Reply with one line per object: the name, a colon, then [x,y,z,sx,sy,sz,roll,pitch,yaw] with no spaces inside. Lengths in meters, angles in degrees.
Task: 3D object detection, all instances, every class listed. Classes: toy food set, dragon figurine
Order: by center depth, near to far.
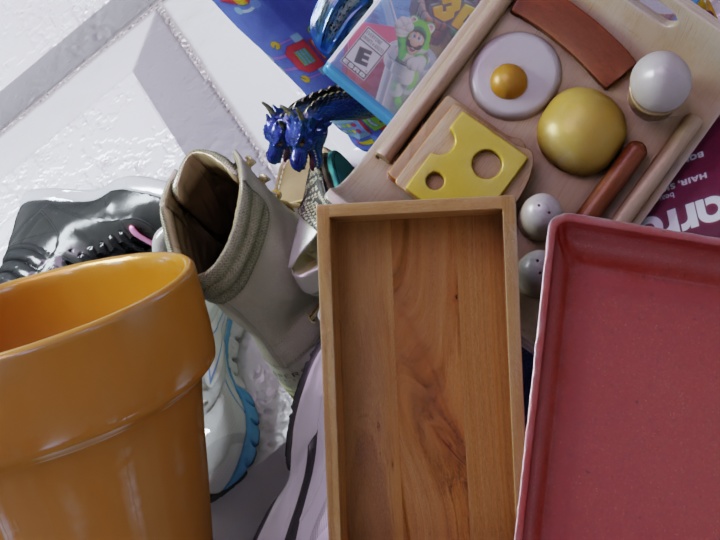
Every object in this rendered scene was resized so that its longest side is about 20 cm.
toy food set: [0.095,-0.074,0.799,0.143,0.060,0.200,36,83,7]
dragon figurine: [0.012,-0.142,0.895,0.059,0.099,0.200,39,111,42]

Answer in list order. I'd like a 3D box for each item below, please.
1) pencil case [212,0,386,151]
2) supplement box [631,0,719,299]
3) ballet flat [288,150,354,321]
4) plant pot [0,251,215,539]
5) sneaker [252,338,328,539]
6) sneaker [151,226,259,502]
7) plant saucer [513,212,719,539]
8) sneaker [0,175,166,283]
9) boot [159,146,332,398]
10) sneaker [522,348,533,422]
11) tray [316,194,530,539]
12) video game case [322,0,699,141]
pencil case: [-0.032,-0.168,1.015,0.078,0.200,0.087,-29,37,24]
supplement box: [0.177,-0.042,0.874,0.110,0.086,0.200,-19,52,20]
ballet flat: [0.000,0.000,0.881,0.075,0.068,0.200,-45,41,5]
plant pot: [-0.163,0.108,0.832,0.200,0.184,0.200,-14,12,3]
sneaker: [0.014,0.124,0.881,0.115,0.076,0.201,11,76,28]
sneaker: [-0.117,0.056,0.992,0.075,0.087,0.200,-20,53,18]
plant saucer: [0.175,0.086,0.744,0.199,0.037,0.200,9,76,-5]
sneaker: [-0.183,-0.008,1.090,0.200,0.071,0.099,-3,60,37]
boot: [-0.059,-0.035,0.967,0.072,0.155,0.200,-20,47,23]
sneaker: [0.066,0.010,0.921,0.115,0.080,0.200,-19,65,55]
tray: [0.032,0.066,0.758,0.098,0.037,0.201,-3,87,6]
video game case: [0.095,-0.144,0.857,0.200,0.143,0.018,-52,5,-8]
